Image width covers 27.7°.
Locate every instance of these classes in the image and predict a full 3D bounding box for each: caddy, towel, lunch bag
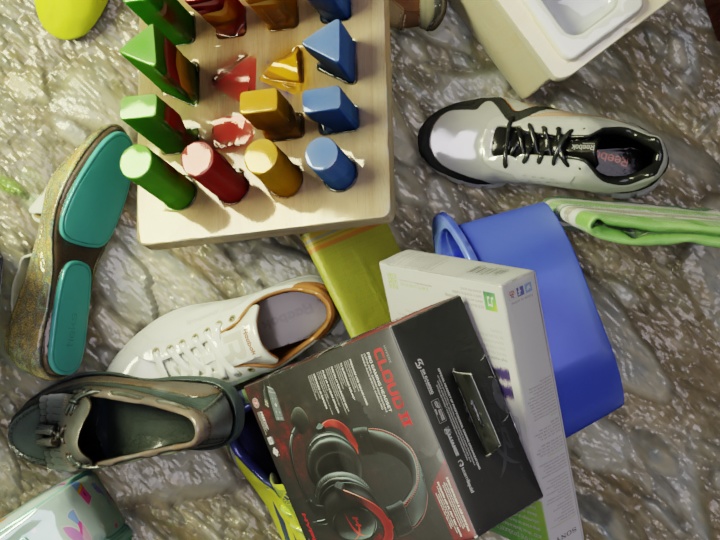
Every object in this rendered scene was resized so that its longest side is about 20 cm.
[{"bbox_3d":[0.112,0.044,1.089,0.104,0.141,0.202,-21,90,-8],"label":"caddy"},{"bbox_3d":[0.000,0.000,1.113,0.086,0.018,0.202,-22,84,-43],"label":"towel"},{"bbox_3d":[0.215,-0.029,1.064,0.147,0.200,0.031,4,96,-2],"label":"towel"},{"bbox_3d":[-0.266,0.231,1.059,0.199,0.160,0.077,-36,90,-3],"label":"lunch bag"}]

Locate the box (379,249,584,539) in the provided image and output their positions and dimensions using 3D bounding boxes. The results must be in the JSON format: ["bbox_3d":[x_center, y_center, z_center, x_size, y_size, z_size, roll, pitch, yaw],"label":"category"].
[{"bbox_3d":[0.084,0.090,1.031,0.036,0.144,0.202,-20,107,-30],"label":"box"}]

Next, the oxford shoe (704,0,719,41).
[{"bbox_3d":[0.333,-0.160,1.135,0.073,0.071,0.202,-19,90,-5],"label":"oxford shoe"}]

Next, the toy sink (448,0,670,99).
[{"bbox_3d":[0.155,-0.212,1.063,0.130,0.200,0.112,-37,91,-3],"label":"toy sink"}]

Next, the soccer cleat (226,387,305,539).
[{"bbox_3d":[-0.043,0.178,1.107,0.064,0.084,0.201,-34,90,-2],"label":"soccer cleat"}]

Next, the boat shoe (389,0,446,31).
[{"bbox_3d":[0.023,-0.285,1.122,0.073,0.076,0.203,-5,89,1],"label":"boat shoe"}]

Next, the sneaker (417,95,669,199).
[{"bbox_3d":[0.143,-0.098,1.122,0.197,0.080,0.075,4,89,-1],"label":"sneaker"}]

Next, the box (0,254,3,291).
[{"bbox_3d":[-0.365,0.018,1.031,0.198,0.148,0.106,6,97,-22],"label":"box"}]

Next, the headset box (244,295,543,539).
[{"bbox_3d":[0.025,0.114,1.006,0.075,0.199,0.150,-21,88,-41],"label":"headset box"}]

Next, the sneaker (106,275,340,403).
[{"bbox_3d":[-0.108,0.055,1.107,0.198,0.085,0.073,-26,92,-1],"label":"sneaker"}]

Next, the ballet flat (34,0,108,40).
[{"bbox_3d":[-0.207,-0.278,1.114,0.066,0.067,0.202,19,89,-3],"label":"ballet flat"}]

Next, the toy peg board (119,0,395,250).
[{"bbox_3d":[-0.084,-0.133,1.054,0.197,0.098,0.203,-6,75,16],"label":"toy peg board"}]

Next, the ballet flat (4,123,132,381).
[{"bbox_3d":[-0.230,-0.018,1.117,0.070,0.071,0.202,13,87,-2],"label":"ballet flat"}]

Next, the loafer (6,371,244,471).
[{"bbox_3d":[-0.185,0.113,1.079,0.198,0.063,0.073,-8,95,22],"label":"loafer"}]
